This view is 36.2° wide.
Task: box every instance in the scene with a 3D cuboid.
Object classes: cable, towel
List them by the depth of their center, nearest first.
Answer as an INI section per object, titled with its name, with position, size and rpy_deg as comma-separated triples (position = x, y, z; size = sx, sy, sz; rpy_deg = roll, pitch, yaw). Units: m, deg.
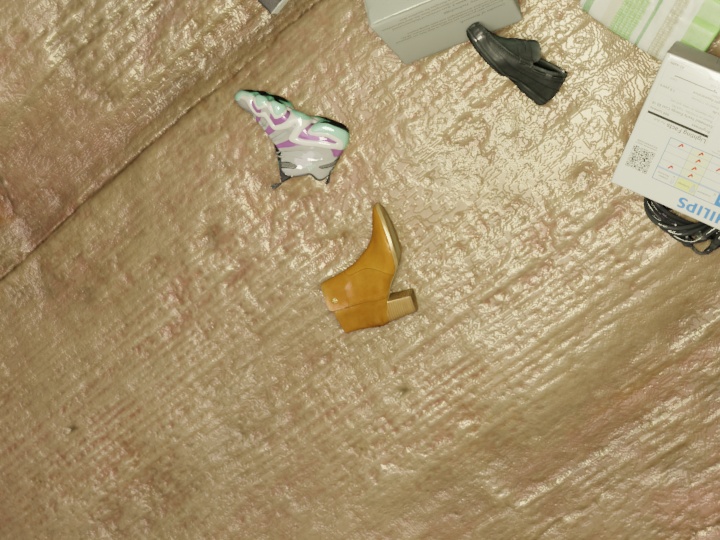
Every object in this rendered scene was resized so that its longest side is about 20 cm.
[towel]
position = 0.433, -0.393, 1.597
size = 0.200, 0.031, 0.149
rpy_deg = 37, 127, 14
[cable]
position = 0.526, -0.134, 1.656
size = 0.163, 0.051, 0.200
rpy_deg = 44, 111, 7

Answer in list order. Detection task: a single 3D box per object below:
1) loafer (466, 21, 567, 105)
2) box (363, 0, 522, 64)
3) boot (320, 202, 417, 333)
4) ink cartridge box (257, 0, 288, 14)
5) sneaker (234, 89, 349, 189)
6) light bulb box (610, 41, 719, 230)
[loafer]
position = 0.232, -0.316, 1.627
size = 0.070, 0.200, 0.068
rpy_deg = -45, 44, 20
[box]
position = 0.104, -0.443, 1.596
size = 0.199, 0.171, 0.200
rpy_deg = -19, 75, 17
[boot]
position = 0.000, 0.000, 1.796
size = 0.143, 0.071, 0.202
rpy_deg = -14, 103, 13
[ink cartridge box]
position = -0.108, -0.511, 1.735
size = 0.095, 0.037, 0.200
rpy_deg = 44, 106, 2
[sneaker]
position = -0.129, -0.201, 1.782
size = 0.199, 0.078, 0.140
rpy_deg = 25, 106, 8
[light bulb box]
position = 0.488, -0.188, 1.553
size = 0.198, 0.125, 0.201
rpy_deg = 26, 116, 13
